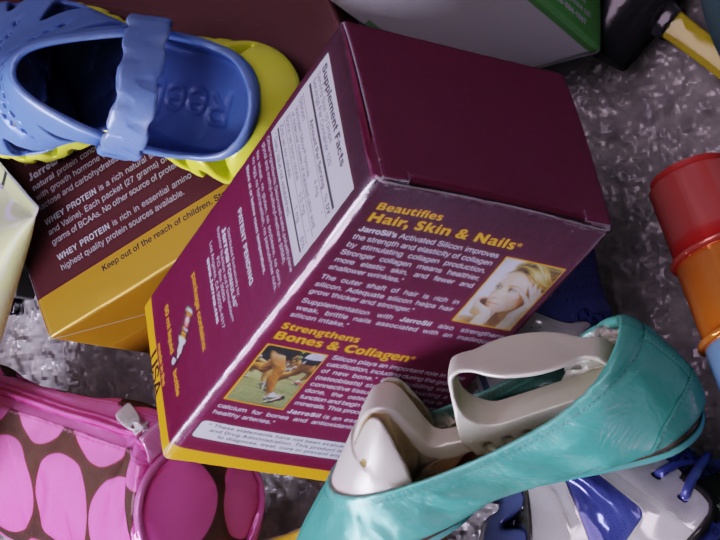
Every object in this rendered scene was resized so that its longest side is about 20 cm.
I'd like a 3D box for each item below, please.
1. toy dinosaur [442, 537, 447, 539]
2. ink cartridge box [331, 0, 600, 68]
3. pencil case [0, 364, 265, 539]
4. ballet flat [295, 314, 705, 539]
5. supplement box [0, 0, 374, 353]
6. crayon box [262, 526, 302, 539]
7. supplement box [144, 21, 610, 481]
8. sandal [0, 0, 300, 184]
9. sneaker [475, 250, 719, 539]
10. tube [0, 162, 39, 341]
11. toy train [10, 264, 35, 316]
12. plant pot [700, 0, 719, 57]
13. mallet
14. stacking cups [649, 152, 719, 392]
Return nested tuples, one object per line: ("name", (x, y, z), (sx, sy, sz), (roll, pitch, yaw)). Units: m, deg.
("toy dinosaur", (0.018, 0.134, 0.877), (0.060, 0.106, 0.200), (-1, 39, -1))
("ink cartridge box", (0.041, -0.205, 0.885), (0.084, 0.146, 0.200), (-12, 63, 34))
("pencil case", (-0.135, 0.096, 0.966), (0.200, 0.094, 0.091), (7, 49, 45))
("ballet flat", (0.042, 0.067, 0.817), (0.200, 0.067, 0.070), (-24, 112, 23))
("supplement box", (-0.069, -0.093, 0.959), (0.197, 0.133, 0.200), (-30, 69, 22))
("crayon box", (-0.083, 0.215, 0.968), (0.200, 0.051, 0.127), (-22, 72, 26))
("supplement box", (0.000, 0.000, 0.835), (0.200, 0.110, 0.086), (-51, 39, 41))
("sandal", (-0.126, -0.085, 0.865), (0.200, 0.087, 0.080), (5, 87, 31))
("sneaker", (0.115, 0.077, 0.865), (0.115, 0.081, 0.200), (-2, 89, 29))
("tube", (-0.198, 0.041, 0.946), (0.058, 0.052, 0.200), (24, 109, 8))
("toy train", (-0.183, -0.075, 1.078), (0.046, 0.034, 0.200), (3, 84, 33))
("plant pot", (0.224, -0.144, 0.783), (0.200, 0.135, 0.200), (-2, 82, 19))
("mallet", (0.171, -0.072, 0.880), (0.066, 0.041, 0.200), (-47, 68, 14))
("stacking cups", (0.180, 0.043, 0.847), (0.060, 0.060, 0.200), (-25, 68, 24))
